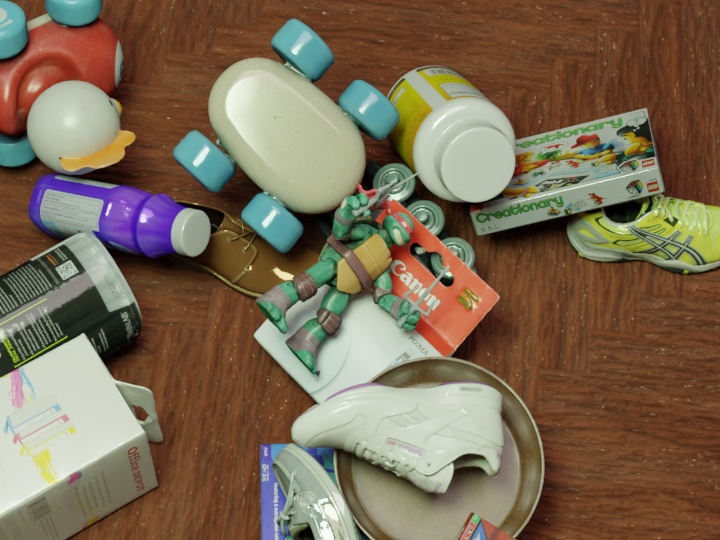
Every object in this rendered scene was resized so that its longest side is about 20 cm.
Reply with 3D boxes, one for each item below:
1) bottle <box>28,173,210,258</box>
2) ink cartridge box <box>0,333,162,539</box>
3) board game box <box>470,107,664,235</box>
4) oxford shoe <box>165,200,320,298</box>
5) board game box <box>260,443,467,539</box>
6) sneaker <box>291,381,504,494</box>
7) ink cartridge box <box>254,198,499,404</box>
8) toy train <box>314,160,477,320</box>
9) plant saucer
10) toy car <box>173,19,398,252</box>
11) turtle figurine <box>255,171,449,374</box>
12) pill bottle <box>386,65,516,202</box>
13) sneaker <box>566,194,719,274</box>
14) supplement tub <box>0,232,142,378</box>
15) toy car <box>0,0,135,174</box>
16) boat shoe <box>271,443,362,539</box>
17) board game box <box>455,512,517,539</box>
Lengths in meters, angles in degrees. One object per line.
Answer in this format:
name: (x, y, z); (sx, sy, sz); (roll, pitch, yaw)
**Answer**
bottle: (-0.244, -0.053, 1.554); (0.199, 0.083, 0.066); (12, 82, 31)
ink cartridge box: (-0.289, 0.168, 1.434); (0.199, 0.129, 0.126); (-29, 65, -18)
board game box: (0.214, -0.104, 1.602); (0.198, 0.035, 0.127); (-13, 33, 12)
oxford shoe: (-0.121, -0.022, 1.584); (0.198, 0.071, 0.072); (16, 59, 5)
board game box: (0.003, 0.241, 1.451); (0.198, 0.045, 0.153); (-2, 61, -4)
sneaker: (0.037, 0.154, 1.382); (0.198, 0.075, 0.100); (-3, 67, -6)
ink cartridge box: (0.015, 0.048, 1.514); (0.160, 0.047, 0.200); (43, 96, 21)
toy train: (0.041, -0.021, 1.588); (0.114, 0.085, 0.200); (-35, 69, -6)
plant saucer: (0.073, 0.181, 1.432); (0.198, 0.035, 0.202); (1, 68, -3)
toy car: (-0.079, -0.135, 1.592); (0.177, 0.200, 0.185); (41, 87, -4)
turtle figurine: (0.000, 0.000, 1.473); (0.200, 0.101, 0.150); (-41, 110, -7)
pill bottle: (0.095, -0.139, 1.585); (0.108, 0.110, 0.200); (-11, 23, -8)
sneaker: (0.321, -0.046, 1.610); (0.198, 0.077, 0.076); (-1, 59, -3)
supplement tub: (-0.326, 0.059, 1.498); (0.199, 0.123, 0.123); (-30, 65, -19)
toy car: (-0.293, -0.169, 1.573); (0.176, 0.185, 0.200); (-29, 57, -29)
boat shoe: (-0.036, 0.252, 1.377); (0.064, 0.075, 0.203); (-21, 71, -18)
board game box: (0.094, 0.331, 1.366); (0.102, 0.019, 0.201); (31, 81, -5)
